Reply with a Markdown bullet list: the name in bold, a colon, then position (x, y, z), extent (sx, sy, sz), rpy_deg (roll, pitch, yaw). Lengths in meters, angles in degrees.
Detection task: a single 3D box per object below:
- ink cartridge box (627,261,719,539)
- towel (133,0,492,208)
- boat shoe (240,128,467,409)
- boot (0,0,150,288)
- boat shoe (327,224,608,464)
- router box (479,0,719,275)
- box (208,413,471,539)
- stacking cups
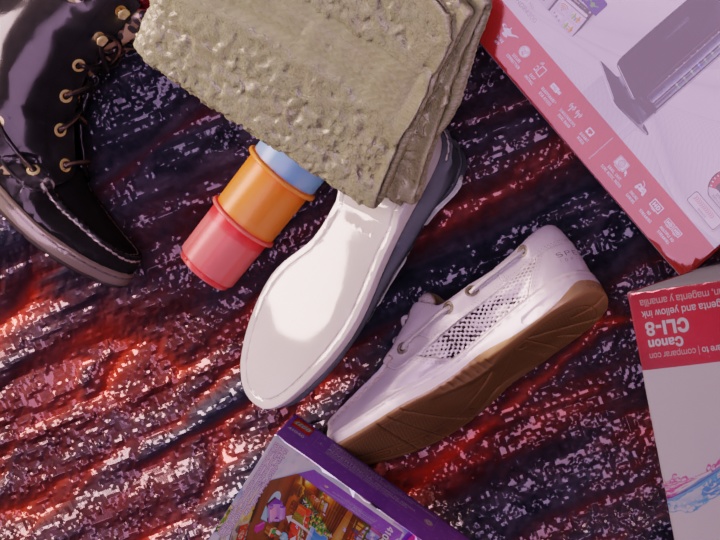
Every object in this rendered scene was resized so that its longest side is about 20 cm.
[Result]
- **ink cartridge box**: position (0.257, 0.091, 1.138), extent (0.144, 0.145, 0.202), rpy_deg (-9, 92, 36)
- **towel**: position (-0.030, -0.137, 1.175), extent (0.199, 0.036, 0.149), rpy_deg (30, 116, 13)
- **boat shoe**: position (0.000, 0.000, 1.233), extent (0.073, 0.062, 0.201), rpy_deg (34, 97, 36)
- **boot**: position (-0.174, -0.104, 1.254), extent (0.151, 0.073, 0.200), rpy_deg (-46, 81, 10)
- **boat shoe**: position (0.055, 0.045, 1.234), extent (0.199, 0.071, 0.070), rpy_deg (-35, 62, 18)
- **router box**: position (0.190, -0.131, 1.201), extent (0.179, 0.049, 0.200), rpy_deg (-42, 87, 10)
- **box**: position (-0.038, 0.205, 1.245), extent (0.136, 0.039, 0.201), rpy_deg (35, 114, 5)
- **stacking cups**: position (-0.037, -0.076, 1.236), extent (0.060, 0.060, 0.200), rpy_deg (41, 99, 4)
